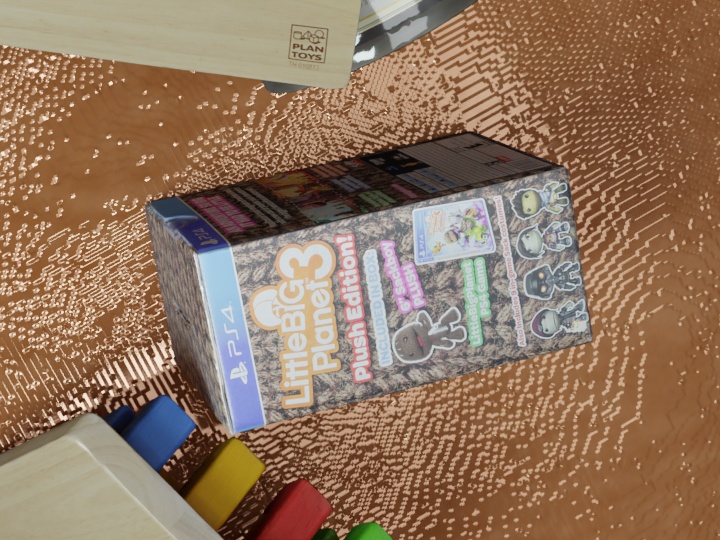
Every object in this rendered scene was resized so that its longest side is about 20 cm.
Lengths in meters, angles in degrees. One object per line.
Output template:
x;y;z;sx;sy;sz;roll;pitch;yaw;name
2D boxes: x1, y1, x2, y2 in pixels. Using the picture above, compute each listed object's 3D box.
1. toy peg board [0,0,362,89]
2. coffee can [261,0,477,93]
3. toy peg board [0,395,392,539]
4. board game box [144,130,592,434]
-0.088;-0.205;0.909;0.200;0.098;0.199;8;124;-2;toy peg board
-0.031;-0.214;1.017;0.146;0.146;0.200;-31;107;-8;coffee can
-0.094;0.142;1.054;0.199;0.200;0.098;47;57;-11;toy peg board
0.000;0.000;1.060;0.200;0.159;0.097;-13;104;-12;board game box
